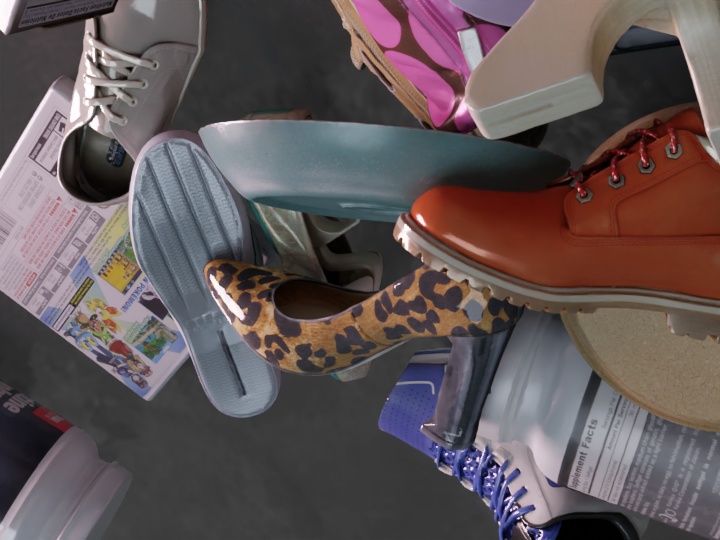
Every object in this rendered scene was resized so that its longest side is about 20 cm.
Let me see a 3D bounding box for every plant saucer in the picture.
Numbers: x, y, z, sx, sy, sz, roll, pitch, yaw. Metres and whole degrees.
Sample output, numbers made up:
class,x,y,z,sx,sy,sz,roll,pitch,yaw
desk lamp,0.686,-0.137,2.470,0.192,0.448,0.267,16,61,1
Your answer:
class,x,y,z,sx,sy,sz,roll,pitch,yaw
plant saucer,0.011,-0.048,0.814,0.200,0.200,0.036,4,88,24

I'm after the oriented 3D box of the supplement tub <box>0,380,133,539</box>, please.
class,x,y,z,sx,sy,sz,roll,pitch,yaw
supplement tub,-0.292,0.158,1.171,0.200,0.140,0.140,31,133,1

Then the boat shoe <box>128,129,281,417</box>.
class,x,y,z,sx,sy,sz,roll,pitch,yaw
boat shoe,-0.099,-0.003,0.965,0.073,0.067,0.200,-9,117,2

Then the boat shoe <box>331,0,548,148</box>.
class,x,y,z,sx,sy,sz,roll,pitch,yaw
boat shoe,0.018,-0.133,0.834,0.076,0.072,0.200,-14,119,50

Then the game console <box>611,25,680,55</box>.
class,x,y,z,sx,sy,sz,roll,pitch,yaw
game console,0.144,-0.175,0.693,0.200,0.118,0.171,-4,112,30

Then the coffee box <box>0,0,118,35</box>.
class,x,y,z,sx,sy,sz,roll,pitch,yaw
coffee box,-0.162,-0.239,0.805,0.114,0.080,0.200,51,136,16

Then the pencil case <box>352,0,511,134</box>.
class,x,y,z,sx,sy,sz,roll,pitch,yaw
pencil case,0.012,-0.156,0.723,0.091,0.094,0.200,-34,114,25

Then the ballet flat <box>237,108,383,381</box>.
class,x,y,z,sx,sy,sz,roll,pitch,yaw
ballet flat,-0.020,-0.012,0.951,0.062,0.067,0.200,-13,120,23

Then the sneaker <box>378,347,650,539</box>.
class,x,y,z,sx,sy,sz,roll,pitch,yaw
sneaker,0.101,0.130,0.966,0.199,0.115,0.081,21,131,11

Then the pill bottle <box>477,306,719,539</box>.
class,x,y,z,sx,sy,sz,roll,pitch,yaw
pill bottle,0.171,0.084,0.894,0.200,0.116,0.116,19,132,13

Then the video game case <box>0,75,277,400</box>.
class,x,y,z,sx,sy,sz,roll,pitch,yaw
video game case,-0.174,-0.015,1.054,0.182,0.022,0.200,38,132,-6

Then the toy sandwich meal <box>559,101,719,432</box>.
class,x,y,z,sx,sy,sz,roll,pitch,yaw
toy sandwich meal,0.202,-0.009,0.808,0.205,0.070,0.205,7,112,18

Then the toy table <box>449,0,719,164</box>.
class,x,y,z,sx,sy,sz,roll,pitch,yaw
toy table,0.126,-0.125,0.616,0.200,0.117,0.184,-26,135,26

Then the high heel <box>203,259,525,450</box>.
class,x,y,z,sx,sy,sz,roll,pitch,yaw
high heel,0.000,0.000,0.864,0.200,0.071,0.143,28,126,20

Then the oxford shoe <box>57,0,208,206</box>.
class,x,y,z,sx,sy,sz,roll,pitch,yaw
oxford shoe,-0.141,-0.119,0.918,0.075,0.058,0.200,24,121,9

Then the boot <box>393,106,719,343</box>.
class,x,y,z,sx,sy,sz,roll,pitch,yaw
boot,0.118,-0.033,0.729,0.200,0.075,0.107,7,111,-12
